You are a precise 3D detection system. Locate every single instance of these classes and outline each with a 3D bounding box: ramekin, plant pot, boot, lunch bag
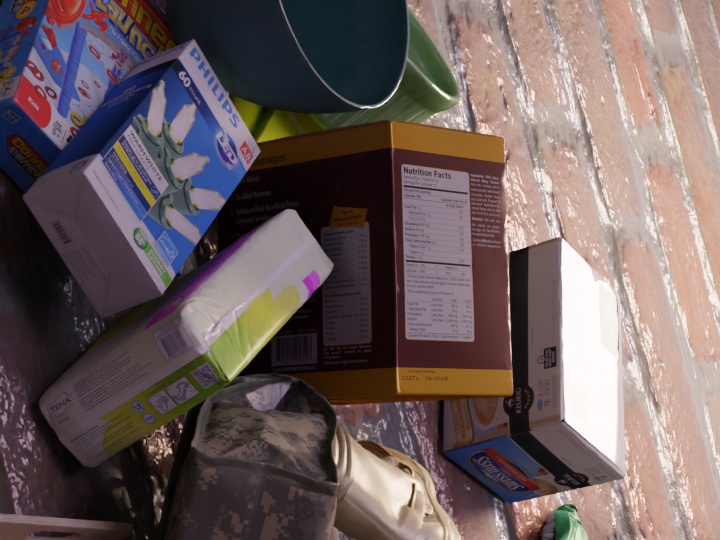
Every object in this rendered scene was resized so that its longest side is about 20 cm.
[{"bbox_3d":[-0.012,-0.195,1.729,0.200,0.097,0.200,49,14,-17],"label":"ramekin"},{"bbox_3d":[-0.069,-0.208,1.544,0.200,0.134,0.202,27,57,-53],"label":"plant pot"},{"bbox_3d":[-0.014,0.158,1.581,0.155,0.073,0.200,39,6,-26],"label":"boot"},{"bbox_3d":[-0.080,0.174,1.403,0.200,0.116,0.165,-91,-166,-75],"label":"lunch bag"}]

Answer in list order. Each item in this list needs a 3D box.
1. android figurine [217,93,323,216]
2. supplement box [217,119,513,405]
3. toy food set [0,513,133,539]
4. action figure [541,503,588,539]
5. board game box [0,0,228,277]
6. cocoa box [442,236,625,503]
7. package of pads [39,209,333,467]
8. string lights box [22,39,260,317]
[{"bbox_3d":[-0.060,-0.076,1.707,0.183,0.041,0.201,57,34,-26],"label":"android figurine"},{"bbox_3d":[0.000,0.000,1.556,0.132,0.196,0.202,4,82,-45],"label":"supplement box"},{"bbox_3d":[-0.185,0.261,1.295,0.143,0.060,0.202,16,61,-57],"label":"toy food set"},{"bbox_3d":[0.193,0.295,1.932,0.119,0.054,0.201,56,27,-25],"label":"action figure"},{"bbox_3d":[-0.191,-0.122,1.492,0.200,0.056,0.197,48,38,-37],"label":"board game box"},{"bbox_3d":[0.164,0.096,1.906,0.133,0.130,0.202,40,43,-45],"label":"cocoa box"},{"bbox_3d":[-0.123,0.047,1.421,0.068,0.154,0.200,54,30,-6],"label":"package of pads"},{"bbox_3d":[-0.149,-0.068,1.416,0.103,0.059,0.200,59,32,-21],"label":"string lights box"}]
